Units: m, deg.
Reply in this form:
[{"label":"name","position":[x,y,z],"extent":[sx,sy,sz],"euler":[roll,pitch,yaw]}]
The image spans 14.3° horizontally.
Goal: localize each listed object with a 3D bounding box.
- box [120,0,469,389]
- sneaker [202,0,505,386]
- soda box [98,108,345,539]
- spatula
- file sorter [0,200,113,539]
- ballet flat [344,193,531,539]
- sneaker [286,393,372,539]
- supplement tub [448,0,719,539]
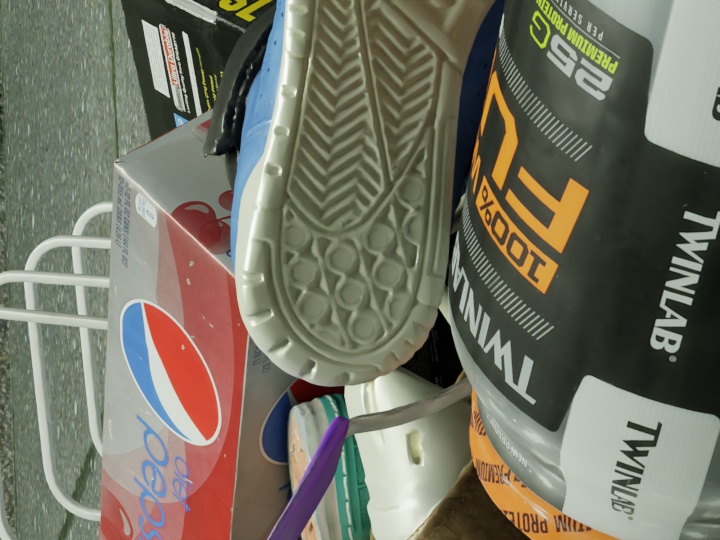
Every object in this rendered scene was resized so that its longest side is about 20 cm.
[{"label":"box","position":[0.000,0.000,0.932],"extent":[0.159,0.049,0.201],"euler":[30,140,45]},{"label":"sneaker","position":[0.009,-0.077,0.759],"extent":[0.111,0.076,0.201],"euler":[-117,39,-77]},{"label":"soda box","position":[-0.037,0.042,0.911],"extent":[0.070,0.063,0.201],"euler":[42,146,28]},{"label":"spatula","position":[0.028,0.025,0.762],"extent":[0.021,0.200,0.057],"euler":[44,160,12]},{"label":"file sorter","position":[-0.082,0.048,1.199],"extent":[0.200,0.124,0.140],"euler":[-43,-46,-62]},{"label":"ballet flat","position":[0.040,0.024,0.809],"extent":[0.201,0.072,0.068],"euler":[-61,17,-10]},{"label":"sneaker","position":[0.034,0.115,0.886],"extent":[0.071,0.080,0.201],"euler":[-114,6,-60]},{"label":"supplement tub","position":[0.088,-0.029,0.669],"extent":[0.123,0.122,0.201],"euler":[-105,20,-51]}]
